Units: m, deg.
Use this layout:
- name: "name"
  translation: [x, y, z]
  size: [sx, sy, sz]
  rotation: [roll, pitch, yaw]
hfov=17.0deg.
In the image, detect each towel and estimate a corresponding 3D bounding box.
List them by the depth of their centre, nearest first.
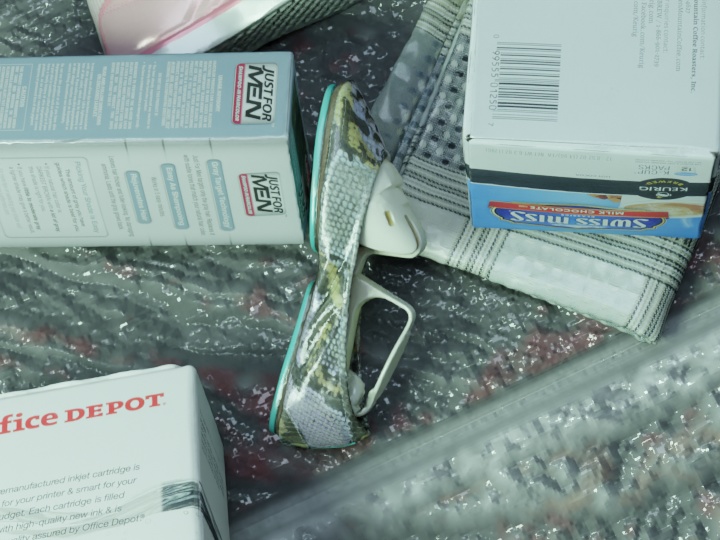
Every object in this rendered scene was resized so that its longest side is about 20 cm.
- name: "towel"
  translation: [0.106, -0.079, 1.346]
  size: [0.199, 0.035, 0.193]
  rotation: [21, 76, 12]

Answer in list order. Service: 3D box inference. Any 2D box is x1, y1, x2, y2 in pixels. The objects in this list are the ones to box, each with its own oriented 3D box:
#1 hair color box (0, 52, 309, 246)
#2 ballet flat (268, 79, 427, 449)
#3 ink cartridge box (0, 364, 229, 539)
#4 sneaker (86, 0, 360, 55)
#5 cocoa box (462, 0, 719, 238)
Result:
- name: "hair color box"
  translation: [-0.132, -0.065, 1.318]
  size: [0.199, 0.099, 0.061]
  rotation: [0, 57, 5]
- name: "ballet flat"
  translation: [0.000, 0.000, 1.298]
  size: [0.072, 0.072, 0.201]
  rotation: [10, 96, 8]
- name: "ink cartridge box"
  translation: [-0.142, 0.160, 1.234]
  size: [0.144, 0.084, 0.201]
  rotation: [-10, 51, 5]
- name: "sneaker"
  translation: [-0.067, -0.182, 1.371]
  size: [0.200, 0.075, 0.105]
  rotation: [-28, 78, 1]
- name: "cocoa box"
  translation: [0.126, -0.132, 1.282]
  size: [0.133, 0.131, 0.201]
  rotation: [3, 72, 4]
